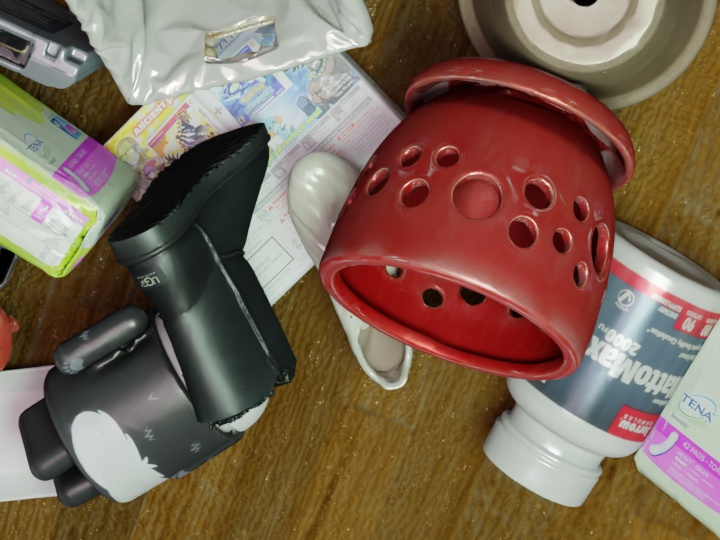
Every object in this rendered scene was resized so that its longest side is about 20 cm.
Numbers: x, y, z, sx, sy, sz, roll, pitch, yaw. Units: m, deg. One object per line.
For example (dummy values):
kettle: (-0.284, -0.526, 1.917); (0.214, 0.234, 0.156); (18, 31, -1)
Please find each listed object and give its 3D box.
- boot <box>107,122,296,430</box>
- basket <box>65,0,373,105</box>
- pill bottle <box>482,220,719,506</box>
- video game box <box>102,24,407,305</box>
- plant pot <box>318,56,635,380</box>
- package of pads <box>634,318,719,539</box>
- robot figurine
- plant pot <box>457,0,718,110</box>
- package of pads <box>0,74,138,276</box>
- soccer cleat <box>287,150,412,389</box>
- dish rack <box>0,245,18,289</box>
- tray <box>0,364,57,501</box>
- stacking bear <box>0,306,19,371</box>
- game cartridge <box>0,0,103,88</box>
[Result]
boot: (-0.098, 0.003, 1.668); (0.076, 0.200, 0.169); (-13, 114, 30)
basket: (-0.114, -0.256, 1.621); (0.198, 0.161, 0.200); (-14, 143, 11)
pill bottle: (0.181, 0.073, 1.708); (0.119, 0.120, 0.200); (30, 102, 1)
video game box: (-0.075, -0.093, 1.747); (0.200, 0.047, 0.182); (-43, 96, 11)
plant pot: (0.090, -0.041, 1.619); (0.200, 0.201, 0.183); (19, 71, 3)
package of pads: (0.310, 0.106, 1.690); (0.154, 0.068, 0.200); (41, 107, 43)
robot figurine: (-0.166, 0.100, 1.749); (0.200, 0.150, 0.125); (-31, 83, 7)
plant pot: (0.163, -0.209, 1.635); (0.199, 0.175, 0.201); (1, 99, 7)
package of pads: (-0.270, -0.087, 1.653); (0.200, 0.155, 0.068); (35, 105, -4)
soccer cleat: (0.000, 0.000, 1.705); (0.069, 0.078, 0.200); (-22, 121, -1)
dish rack: (-0.344, -0.088, 1.769); (0.199, 0.055, 0.154); (23, 101, -5)
tray: (-0.325, 0.137, 1.829); (0.199, 0.022, 0.108); (-6, 100, 8)
stacking bear: (-0.372, 0.054, 1.768); (0.199, 0.121, 0.114); (3, 104, 6)
game cartridge: (-0.289, -0.198, 1.709); (0.199, 0.133, 0.042); (25, 101, 2)
